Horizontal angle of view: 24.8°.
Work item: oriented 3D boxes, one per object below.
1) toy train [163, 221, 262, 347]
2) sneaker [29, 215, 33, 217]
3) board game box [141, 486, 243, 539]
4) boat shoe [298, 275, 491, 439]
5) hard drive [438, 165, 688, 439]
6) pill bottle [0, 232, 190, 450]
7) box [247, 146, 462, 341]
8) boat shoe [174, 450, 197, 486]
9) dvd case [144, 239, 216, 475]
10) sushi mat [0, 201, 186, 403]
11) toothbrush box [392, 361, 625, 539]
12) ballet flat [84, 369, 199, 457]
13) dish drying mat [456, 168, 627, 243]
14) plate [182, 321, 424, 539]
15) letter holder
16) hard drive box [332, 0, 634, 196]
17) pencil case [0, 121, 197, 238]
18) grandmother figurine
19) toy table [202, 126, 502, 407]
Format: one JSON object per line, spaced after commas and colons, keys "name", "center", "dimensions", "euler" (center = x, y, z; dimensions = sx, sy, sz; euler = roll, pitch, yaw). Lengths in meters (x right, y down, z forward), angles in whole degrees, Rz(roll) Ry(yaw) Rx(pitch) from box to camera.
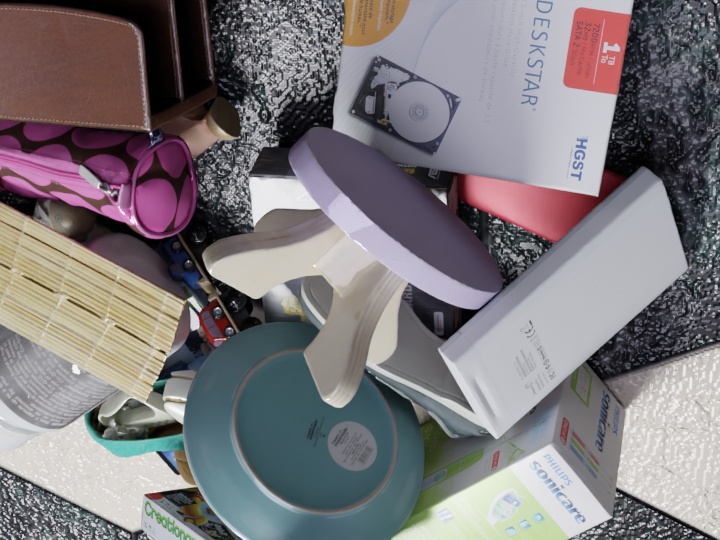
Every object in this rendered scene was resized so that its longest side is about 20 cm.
{"name": "toy train", "center": [-0.106, 0.042, 1.321], "dimensions": [0.046, 0.034, 0.200], "euler": [-32, 71, -1]}
{"name": "sneaker", "center": [-0.315, 0.024, 1.316], "dimensions": [0.088, 0.200, 0.075], "euler": [-13, 133, 27]}
{"name": "board game box", "center": [-0.070, 0.217, 1.287], "dimensions": [0.200, 0.126, 0.035], "euler": [23, 111, 50]}
{"name": "boat shoe", "center": [0.027, 0.070, 1.275], "dimensions": [0.200, 0.073, 0.062], "euler": [33, 140, -15]}
{"name": "hard drive", "center": [0.154, 0.027, 1.210], "dimensions": [0.200, 0.027, 0.132], "euler": [-41, 145, -6]}
{"name": "pill bottle", "center": [-0.247, 0.064, 1.354], "dimensions": [0.200, 0.114, 0.114], "euler": [-34, 107, 27]}
{"name": "box", "center": [0.000, 0.000, 1.306], "dimensions": [0.158, 0.048, 0.200], "euler": [4, 126, 11]}
{"name": "boat shoe", "center": [-0.063, 0.131, 1.378], "dimensions": [0.200, 0.069, 0.074], "euler": [-18, 80, 30]}
{"name": "dvd case", "center": [-0.168, 0.078, 1.422], "dimensions": [0.143, 0.018, 0.200], "euler": [-29, 110, 27]}
{"name": "sushi mat", "center": [-0.233, 0.018, 1.259], "dimensions": [0.200, 0.012, 0.096], "euler": [28, 110, 6]}
{"name": "toothbrush box", "center": [0.108, 0.169, 1.332], "dimensions": [0.200, 0.146, 0.086], "euler": [-31, 108, 28]}
{"name": "ballet flat", "center": [-0.154, 0.116, 1.354], "dimensions": [0.200, 0.067, 0.070], "euler": [-16, 148, 34]}
{"name": "dish drying mat", "center": [0.125, -0.071, 1.264], "dimensions": [0.200, 0.018, 0.077], "euler": [24, 121, -1]}
{"name": "plate", "center": [-0.037, 0.126, 1.253], "dimensions": [0.200, 0.200, 0.026], "euler": [32, 144, -6]}
{"name": "letter holder", "center": [-0.221, -0.189, 1.204], "dimensions": [0.200, 0.101, 0.142], "euler": [7, 113, 24]}
{"name": "hard drive box", "center": [0.088, -0.152, 1.179], "dimensions": [0.200, 0.077, 0.156], "euler": [9, 113, 7]}
{"name": "pencil case", "center": [-0.224, -0.081, 1.243], "dimensions": [0.200, 0.094, 0.091], "euler": [12, 115, 30]}
{"name": "grandmother figurine", "center": [-0.192, -0.084, 1.311], "dimensions": [0.200, 0.061, 0.121], "euler": [-38, 93, 26]}
{"name": "toy table", "center": [-0.005, -0.004, 1.144], "dimensions": [0.117, 0.184, 0.200], "euler": [-42, 123, 18]}
